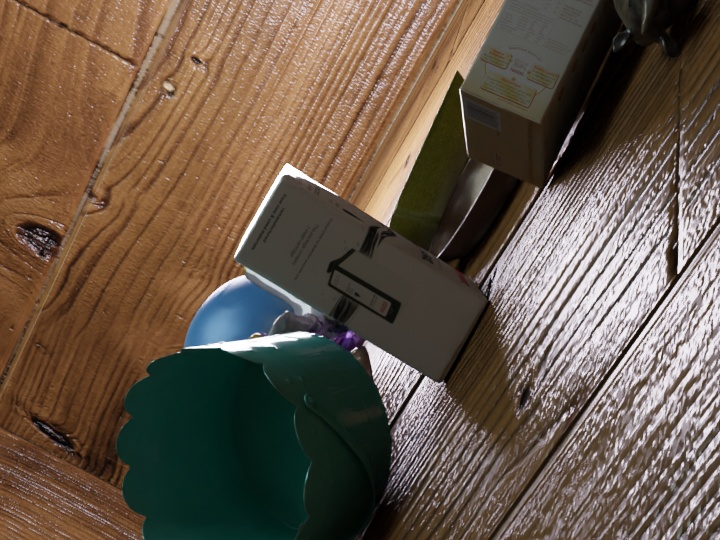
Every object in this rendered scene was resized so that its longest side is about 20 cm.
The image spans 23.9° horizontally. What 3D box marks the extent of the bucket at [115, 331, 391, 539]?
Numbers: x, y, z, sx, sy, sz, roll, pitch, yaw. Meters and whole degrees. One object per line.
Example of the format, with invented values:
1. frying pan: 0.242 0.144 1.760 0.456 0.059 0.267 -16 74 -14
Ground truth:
1. bucket: -0.081 0.148 1.381 0.134 0.207 0.208 -11 -41 -52

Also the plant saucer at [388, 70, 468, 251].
1. plant saucer: 0.074 -0.074 1.797 0.200 0.048 0.201 104 -171 -57

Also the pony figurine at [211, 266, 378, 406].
1. pony figurine: -0.052 0.070 1.583 0.199 0.166 0.194 2 61 45

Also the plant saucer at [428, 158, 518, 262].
1. plant saucer: 0.124 -0.090 1.617 0.201 0.032 0.200 -62 4 8

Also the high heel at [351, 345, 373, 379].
1. high heel: -0.037 0.151 1.708 0.143 0.071 0.201 -107 36 -74

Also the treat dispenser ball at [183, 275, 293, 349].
1. treat dispenser ball: -0.097 0.101 1.877 0.202 0.200 0.201 -61 5 9

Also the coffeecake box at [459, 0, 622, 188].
1. coffeecake box: 0.155 -0.188 1.352 0.201 0.073 0.154 -63 -13 -11

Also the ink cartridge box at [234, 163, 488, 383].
1. ink cartridge box: 0.000 0.000 1.437 0.085 0.199 0.146 -59 5 5

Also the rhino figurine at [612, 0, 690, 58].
1. rhino figurine: 0.207 -0.206 1.199 0.200 0.059 0.088 -71 -9 -58
